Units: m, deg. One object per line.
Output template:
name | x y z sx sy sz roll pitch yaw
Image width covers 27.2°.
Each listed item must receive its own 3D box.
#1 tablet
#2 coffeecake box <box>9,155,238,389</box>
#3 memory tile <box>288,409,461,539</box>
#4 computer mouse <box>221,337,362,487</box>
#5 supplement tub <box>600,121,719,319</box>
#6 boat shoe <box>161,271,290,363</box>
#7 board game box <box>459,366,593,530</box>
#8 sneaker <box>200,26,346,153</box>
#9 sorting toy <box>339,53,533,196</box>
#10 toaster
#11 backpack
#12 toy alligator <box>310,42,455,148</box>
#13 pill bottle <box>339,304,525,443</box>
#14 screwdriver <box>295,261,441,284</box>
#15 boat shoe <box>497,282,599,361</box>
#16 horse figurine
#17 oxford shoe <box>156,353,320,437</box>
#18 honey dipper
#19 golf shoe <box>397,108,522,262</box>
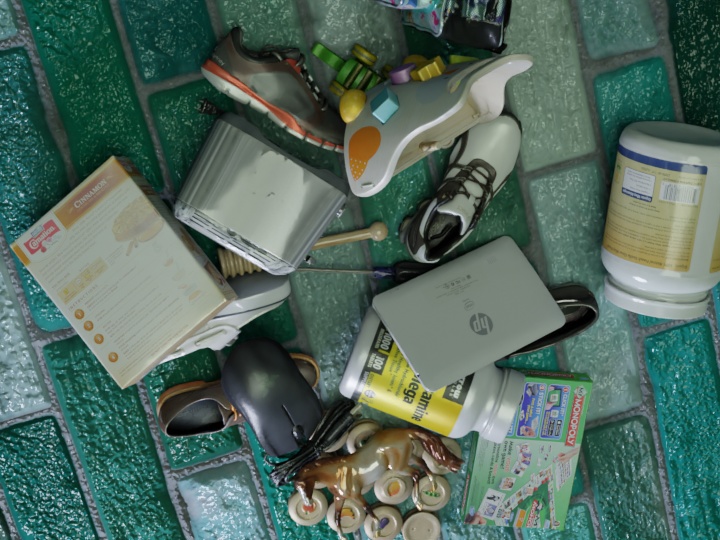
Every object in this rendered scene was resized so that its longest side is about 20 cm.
tablet | 0.125 0.047 1.693 0.198 0.014 0.131 -25 69 -23
coffeecake box | -0.258 0.000 1.629 0.153 0.073 0.201 -39 88 6
memory tile | 0.018 0.258 1.820 0.198 0.017 0.155 13 106 -13
computer mouse | -0.083 0.158 1.699 0.138 0.053 0.201 -42 127 -8
supplement tub | 0.353 -0.059 1.700 0.142 0.145 0.202 4 107 -10
boat shoe | -0.169 0.060 1.698 0.198 0.072 0.066 -20 114 -1
board game box | 0.203 0.220 1.830 0.133 0.029 0.202 5 107 -11
sneaker | -0.073 -0.198 1.626 0.199 0.077 0.082 29 98 -17
sorting toy | 0.089 -0.179 1.554 0.199 0.179 0.108 -33 101 -33
toaster | -0.119 -0.084 1.622 0.199 0.114 0.130 31 87 -12
backpack | 0.097 -0.346 1.551 0.149 0.178 0.202 12 102 -18
toy alligator | 0.031 -0.191 1.654 0.199 0.054 0.060 33 101 -17
pill bottle | 0.084 0.124 1.714 0.198 0.113 0.114 21 104 0
screwdriver | 0.000 0.000 1.731 0.197 0.029 0.028 4 108 -6
boat shoe | 0.188 0.068 1.762 0.198 0.057 0.067 -20 112 -2
horse figurine | 0.021 0.244 1.775 0.199 0.050 0.134 -28 113 -8
oxford shoe | -0.139 0.154 1.731 0.198 0.073 0.072 -20 110 -2
honey dipper | -0.065 -0.028 1.707 0.198 0.038 0.038 -12 110 -9
golf shoe | 0.124 -0.088 1.683 0.077 0.095 0.201 31 100 -16
